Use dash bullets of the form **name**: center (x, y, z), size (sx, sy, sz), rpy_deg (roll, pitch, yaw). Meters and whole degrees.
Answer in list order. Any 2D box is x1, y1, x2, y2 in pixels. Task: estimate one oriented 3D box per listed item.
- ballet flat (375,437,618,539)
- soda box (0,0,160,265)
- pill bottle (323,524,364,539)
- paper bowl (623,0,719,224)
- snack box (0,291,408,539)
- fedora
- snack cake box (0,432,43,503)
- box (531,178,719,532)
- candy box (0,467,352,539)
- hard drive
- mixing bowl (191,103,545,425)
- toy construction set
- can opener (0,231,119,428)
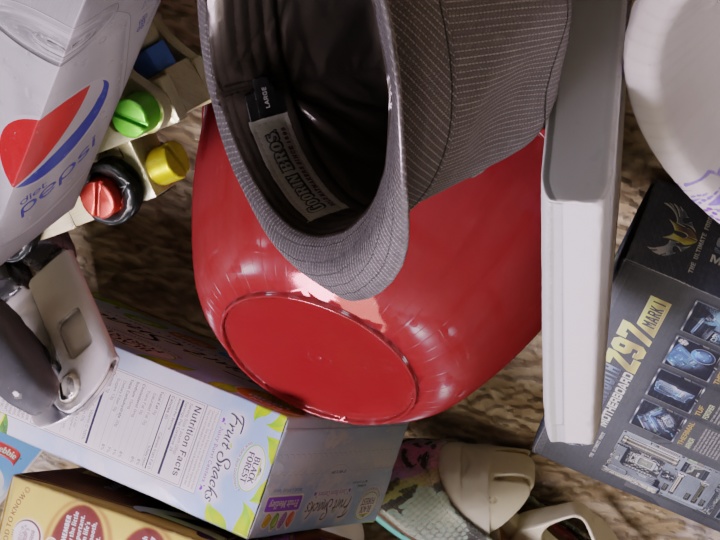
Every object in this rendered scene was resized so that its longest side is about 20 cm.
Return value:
- **ballet flat**: center (0.087, 0.138, 1.276), size (0.200, 0.069, 0.071), rpy_deg (35, 130, -19)
- **soda box**: center (-0.133, -0.083, 0.930), size (0.068, 0.063, 0.200), rpy_deg (43, 142, 8)
- **pill bottle**: center (-0.065, 0.174, 1.380), size (0.199, 0.112, 0.112), rpy_deg (21, 148, 6)
- **paper bowl**: center (0.199, -0.086, 0.822), size (0.200, 0.105, 0.201), rpy_deg (18, 148, 12)
- **snack box**: center (-0.098, 0.068, 1.192), size (0.199, 0.068, 0.169), rpy_deg (19, -176, 22)
- **fedora**: center (0.013, -0.084, 0.814), size (0.090, 0.178, 0.200), rpy_deg (-12, 169, -20)
- **snack cake box**: center (-0.257, 0.063, 1.309), size (0.115, 0.067, 0.200), rpy_deg (41, 174, -24)
- **box**: center (0.176, 0.054, 1.095), size (0.157, 0.051, 0.200), rpy_deg (22, 149, 4)
- **candy box**: center (-0.063, 0.147, 1.138), size (0.199, 0.057, 0.117), rpy_deg (15, -176, 21)
- **hard drive**: center (0.088, -0.033, 0.927), size (0.026, 0.133, 0.200), rpy_deg (4, 152, 7)
- **mixing bowl**: center (0.000, 0.000, 1.083), size (0.199, 0.109, 0.201), rpy_deg (17, 149, 11)
- **toy construction set**: center (-0.140, -0.082, 1.054), size (0.199, 0.092, 0.132), rpy_deg (-13, 105, 47)
- **can opener**: center (-0.170, -0.013, 1.108), size (0.053, 0.201, 0.067), rpy_deg (-40, 144, 16)
